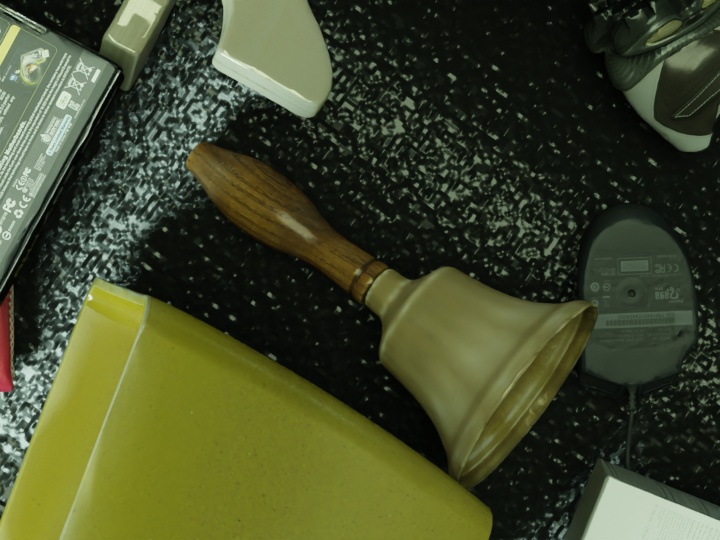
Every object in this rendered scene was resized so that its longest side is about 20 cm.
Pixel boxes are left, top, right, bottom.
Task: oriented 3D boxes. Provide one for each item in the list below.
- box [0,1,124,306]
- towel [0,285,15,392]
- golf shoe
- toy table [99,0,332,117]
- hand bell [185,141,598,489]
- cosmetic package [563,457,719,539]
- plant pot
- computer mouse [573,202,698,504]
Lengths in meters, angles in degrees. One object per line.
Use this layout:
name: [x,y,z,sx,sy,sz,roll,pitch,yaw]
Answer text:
box: [-0.223,-0.041,0.934,0.161,0.049,0.200,27,91,-5]
towel: [-0.263,-0.011,0.969,0.200,0.022,0.145,-1,89,-3]
golf shoe: [0.205,-0.134,0.980,0.200,0.078,0.095,-33,107,-2]
toy table: [-0.078,-0.161,0.919,0.200,0.184,0.117,26,70,7]
hand bell: [0.000,0.000,0.954,0.200,0.104,0.104,37,87,16]
cosmetic package: [0.111,0.196,0.956,0.082,0.051,0.200,22,95,0]
plant pot: [-0.059,0.130,0.898,0.176,0.200,0.200,21,87,-13]
computer mouse: [0.129,0.067,0.986,0.058,0.034,0.200,0,95,-2]
